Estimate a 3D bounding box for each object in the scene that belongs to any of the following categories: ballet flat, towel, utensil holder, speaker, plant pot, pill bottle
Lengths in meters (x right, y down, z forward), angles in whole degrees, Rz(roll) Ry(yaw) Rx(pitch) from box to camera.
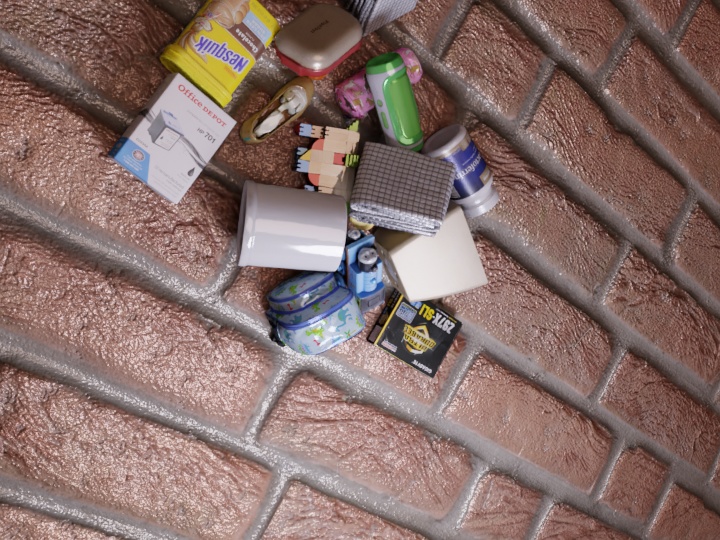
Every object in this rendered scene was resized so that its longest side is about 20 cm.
[{"bbox_3d":[-0.159,-0.325,1.432,0.200,0.063,0.069,-46,117,-13],"label":"ballet flat"},{"bbox_3d":[0.063,-0.594,1.422,0.165,0.200,0.086,-36,84,-22],"label":"towel"},{"bbox_3d":[0.086,-0.165,1.438,0.199,0.086,0.166,13,62,1],"label":"towel"},{"bbox_3d":[-0.141,-0.083,1.403,0.199,0.170,0.171,6,97,-14],"label":"utensil holder"},{"bbox_3d":[0.072,-0.343,1.451,0.088,0.088,0.201,-30,122,-19],"label":"speaker"},{"bbox_3d":[0.141,-0.044,1.575,0.176,0.200,0.200,-27,115,-6],"label":"plant pot"},{"bbox_3d":[0.237,-0.229,1.627,0.116,0.116,0.200,-44,116,-13],"label":"pill bottle"}]

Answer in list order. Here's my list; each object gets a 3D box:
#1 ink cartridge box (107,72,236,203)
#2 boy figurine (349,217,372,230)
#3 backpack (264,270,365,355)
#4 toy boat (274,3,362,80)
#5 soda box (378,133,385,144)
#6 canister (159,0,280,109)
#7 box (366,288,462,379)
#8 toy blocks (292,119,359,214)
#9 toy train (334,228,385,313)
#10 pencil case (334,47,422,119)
[{"bbox_3d":[-0.358,-0.251,1.332,0.146,0.086,0.200,38,83,-28],"label":"ink cartridge box"},{"bbox_3d":[0.068,-0.143,1.504,0.199,0.064,0.125,-32,79,-17],"label":"boy figurine"},{"bbox_3d":[-0.099,0.084,1.464,0.182,0.200,0.148,-29,112,-19],"label":"backpack"},{"bbox_3d":[-0.084,-0.447,1.424,0.130,0.131,0.200,35,57,12],"label":"toy boat"},{"bbox_3d":[0.049,-0.203,1.563,0.068,0.064,0.201,25,88,-29],"label":"soda box"},{"bbox_3d":[-0.266,-0.437,1.344,0.148,0.086,0.200,39,79,-28],"label":"canister"},{"bbox_3d":[0.133,0.148,1.683,0.200,0.049,0.160,34,82,-28],"label":"box"},{"bbox_3d":[-0.081,-0.228,1.485,0.136,0.100,0.201,5,96,-16],"label":"toy blocks"},{"bbox_3d":[0.000,0.000,1.514,0.086,0.114,0.201,-28,146,-23],"label":"toy train"},{"bbox_3d":[0.041,-0.405,1.510,0.200,0.083,0.087,-37,123,-17],"label":"pencil case"}]
